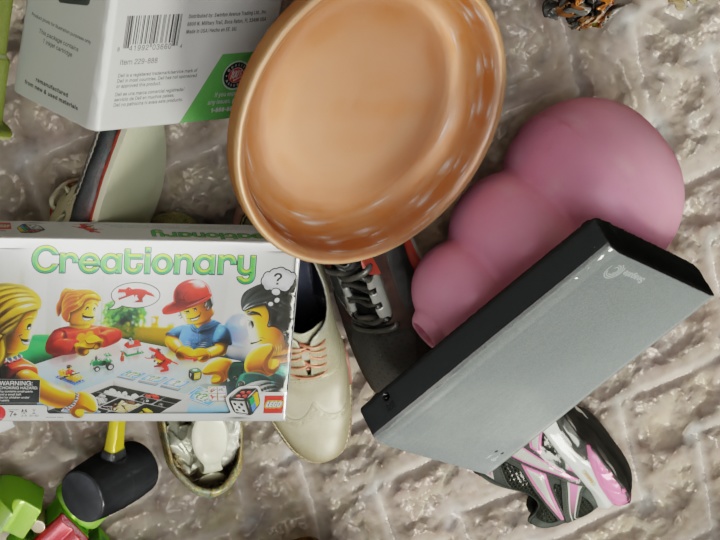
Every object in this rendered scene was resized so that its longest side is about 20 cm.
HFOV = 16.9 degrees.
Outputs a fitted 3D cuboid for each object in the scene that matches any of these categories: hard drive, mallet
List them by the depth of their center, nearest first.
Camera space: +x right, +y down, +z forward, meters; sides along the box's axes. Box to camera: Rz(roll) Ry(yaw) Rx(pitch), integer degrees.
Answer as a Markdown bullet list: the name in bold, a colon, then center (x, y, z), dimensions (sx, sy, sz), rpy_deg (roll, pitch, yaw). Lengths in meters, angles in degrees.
- **hard drive**: center (0.113, 0.051, 1.545), dimensions (0.200, 0.033, 0.139), rpy_deg (-41, 147, 20)
- **mallet**: center (-0.163, 0.077, 1.595), dimensions (0.041, 0.066, 0.201), rpy_deg (24, 127, 27)

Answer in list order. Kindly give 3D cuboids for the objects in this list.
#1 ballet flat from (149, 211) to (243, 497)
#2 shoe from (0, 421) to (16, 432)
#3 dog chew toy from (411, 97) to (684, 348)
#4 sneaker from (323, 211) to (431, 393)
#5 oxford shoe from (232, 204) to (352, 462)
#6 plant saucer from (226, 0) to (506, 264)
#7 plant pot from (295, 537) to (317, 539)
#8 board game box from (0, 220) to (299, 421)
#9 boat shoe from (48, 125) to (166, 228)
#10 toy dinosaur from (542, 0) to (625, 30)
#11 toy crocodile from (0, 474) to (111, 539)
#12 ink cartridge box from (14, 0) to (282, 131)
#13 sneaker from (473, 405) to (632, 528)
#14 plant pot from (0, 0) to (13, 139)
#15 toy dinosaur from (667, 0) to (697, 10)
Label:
- **ballet flat**: center (-0.110, 0.061, 1.623), dimensions (0.070, 0.071, 0.201), rpy_deg (-8, 112, -7)
- **shoe**: center (-0.294, 0.022, 1.578), dimensions (0.091, 0.071, 0.201), rpy_deg (-18, 107, -1)
- **dog chew toy**: center (0.115, -0.021, 1.582), dimensions (0.200, 0.124, 0.125), rpy_deg (-41, 113, -12)
- **sneaker**: center (0.000, 0.000, 1.598), dimensions (0.077, 0.082, 0.201), rpy_deg (-3, 107, 29)
- **oxford shoe**: center (-0.046, 0.048, 1.624), dimensions (0.071, 0.074, 0.201), rpy_deg (-17, 113, -3)
- **plant saucer**: center (0.000, -0.101, 1.491), dimensions (0.200, 0.037, 0.201), rpy_deg (-19, 126, -29)
- **plant pot**: center (-0.015, 0.291, 1.674), dimensions (0.186, 0.186, 0.200), rpy_deg (-31, 99, 3)
- **board game box**: center (-0.141, 0.033, 1.545), dimensions (0.199, 0.035, 0.127), rpy_deg (0, 112, -12)
- **boat shoe**: center (-0.179, -0.022, 1.582), dimensions (0.062, 0.071, 0.201), rpy_deg (25, 111, 26)
- **toy dinosaur**: center (0.143, -0.236, 1.528), dimensions (0.135, 0.102, 0.201), rpy_deg (9, 120, -8)
- **toy crocodile**: center (-0.180, 0.207, 1.669), dimensions (0.067, 0.062, 0.200), rpy_deg (-43, 112, 8)
- **ink cartridge box**: center (-0.119, -0.196, 1.482), dimensions (0.146, 0.084, 0.201), rpy_deg (-8, 117, -45)
- **sneaker**: center (0.103, 0.105, 1.673), dimensions (0.086, 0.080, 0.200), rpy_deg (-32, 107, 15)
- **plant pot**: center (-0.275, -0.198, 1.447), dimensions (0.199, 0.200, 0.191), rpy_deg (18, 94, -16)
- **toy dinosaur**: center (0.215, -0.261, 1.560), dimensions (0.101, 0.058, 0.201), rpy_deg (-17, 112, -2)
